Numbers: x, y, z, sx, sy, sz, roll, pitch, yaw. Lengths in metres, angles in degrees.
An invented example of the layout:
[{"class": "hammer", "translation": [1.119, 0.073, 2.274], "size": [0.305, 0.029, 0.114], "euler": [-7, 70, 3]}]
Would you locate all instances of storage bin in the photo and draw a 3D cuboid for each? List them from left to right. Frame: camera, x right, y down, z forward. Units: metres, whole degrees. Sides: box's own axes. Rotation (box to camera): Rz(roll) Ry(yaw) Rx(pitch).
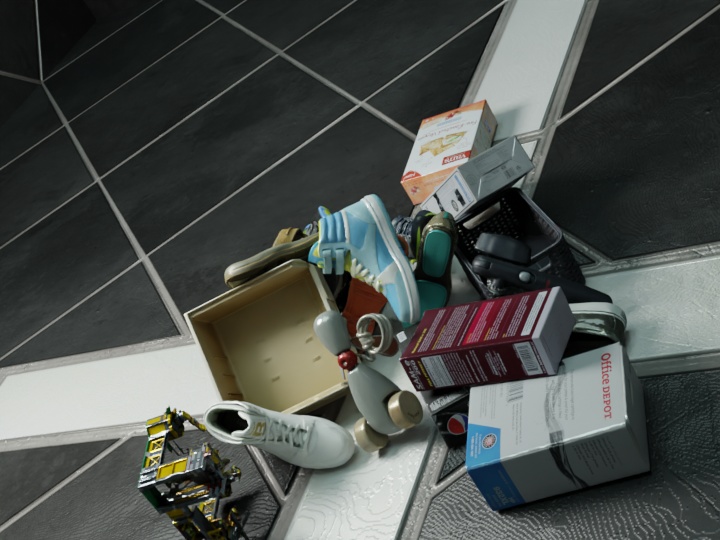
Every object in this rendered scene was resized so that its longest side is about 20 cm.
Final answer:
[{"class": "storage bin", "translation": [-0.120, 0.115, 1.689], "size": [0.198, 0.201, 0.094], "euler": [-27, -13, 10]}, {"class": "storage bin", "translation": [0.221, -0.020, 1.682], "size": [0.135, 0.094, 0.200], "euler": [-32, 31, 1]}]

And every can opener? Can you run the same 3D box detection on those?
[{"class": "can opener", "translation": [0.241, 0.014, 1.541], "size": [0.063, 0.199, 0.079], "euler": [-70, 2, -84]}]

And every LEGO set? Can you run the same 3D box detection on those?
[{"class": "LEGO set", "translation": [-0.202, 0.274, 1.545], "size": [0.115, 0.201, 0.154], "euler": [-19, 27, 17]}]

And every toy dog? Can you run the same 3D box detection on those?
[{"class": "toy dog", "translation": [0.020, 0.141, 1.567], "size": [0.131, 0.201, 0.096], "euler": [-9, 8, 31]}]

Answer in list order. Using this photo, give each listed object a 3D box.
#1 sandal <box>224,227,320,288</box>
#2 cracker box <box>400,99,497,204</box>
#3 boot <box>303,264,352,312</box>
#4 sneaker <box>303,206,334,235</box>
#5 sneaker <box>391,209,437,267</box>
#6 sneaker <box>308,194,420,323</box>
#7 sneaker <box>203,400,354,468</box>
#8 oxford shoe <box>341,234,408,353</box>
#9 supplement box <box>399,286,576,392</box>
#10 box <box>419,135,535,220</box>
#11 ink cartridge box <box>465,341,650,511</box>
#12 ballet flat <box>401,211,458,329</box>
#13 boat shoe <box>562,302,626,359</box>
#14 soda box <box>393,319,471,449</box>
[{"class": "sandal", "translation": [-0.116, -0.030, 1.708], "size": [0.199, 0.080, 0.054], "euler": [-19, 67, -25]}, {"class": "cracker box", "translation": [0.159, -0.212, 2.055], "size": [0.133, 0.058, 0.200], "euler": [-15, 35, 28]}, {"class": "boot", "translation": [-0.045, 0.053, 1.824], "size": [0.073, 0.201, 0.150], "euler": [38, 33, 21]}, {"class": "sneaker", "translation": [-0.070, -0.051, 1.981], "size": [0.083, 0.071, 0.200], "euler": [-57, 6, -20]}, {"class": "sneaker", "translation": [0.079, -0.051, 1.773], "size": [0.074, 0.081, 0.200], "euler": [-59, -7, -13]}, {"class": "sneaker", "translation": [0.000, 0.000, 1.653], "size": [0.130, 0.080, 0.201], "euler": [-19, 71, -12]}, {"class": "sneaker", "translation": [-0.115, 0.224, 1.564], "size": [0.199, 0.116, 0.074], "euler": [11, 86, 18]}, {"class": "oxford shoe", "translation": [0.014, 0.030, 1.752], "size": [0.201, 0.071, 0.073], "euler": [-62, 4, 15]}, {"class": "supplement box", "translation": [0.160, 0.089, 1.459], "size": [0.199, 0.061, 0.109], "euler": [-11, 29, 33]}, {"class": "box", "translation": [0.178, -0.129, 1.799], "size": [0.116, 0.060, 0.200], "euler": [-30, -5, -17]}, {"class": "ink cartridge box", "translation": [0.234, 0.186, 1.376], "size": [0.199, 0.084, 0.145], "euler": [-20, 31, 22]}, {"class": "ballet flat", "translation": [0.108, 0.001, 1.695], "size": [0.067, 0.201, 0.075], "euler": [17, 34, 7]}, {"class": "boat shoe", "translation": [0.249, 0.085, 1.523], "size": [0.199, 0.071, 0.064], "euler": [-9, 36, 32]}, {"class": "soda box", "translation": [0.107, 0.147, 1.561], "size": [0.063, 0.071, 0.200], "euler": [-27, 31, 2]}]
